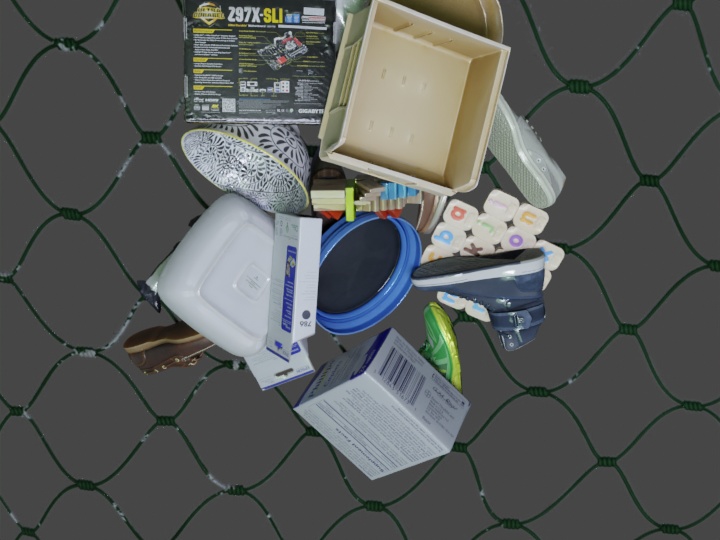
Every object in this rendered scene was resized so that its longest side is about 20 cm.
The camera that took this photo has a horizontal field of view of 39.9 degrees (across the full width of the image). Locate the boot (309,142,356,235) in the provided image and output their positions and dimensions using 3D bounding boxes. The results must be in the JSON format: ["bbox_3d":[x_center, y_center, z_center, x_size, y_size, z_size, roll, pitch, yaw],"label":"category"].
[{"bbox_3d":[-0.042,-0.094,1.466,0.074,0.098,0.201,0,138,-3],"label":"boot"}]

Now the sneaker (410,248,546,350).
[{"bbox_3d":[0.180,0.053,1.485,0.200,0.077,0.148,-5,111,4],"label":"sneaker"}]

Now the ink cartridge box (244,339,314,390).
[{"bbox_3d":[-0.153,0.084,1.557,0.099,0.039,0.201,-20,109,13],"label":"ink cartridge box"}]

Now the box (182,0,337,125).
[{"bbox_3d":[-0.130,-0.270,1.285,0.198,0.049,0.161,-1,95,-9],"label":"box"}]

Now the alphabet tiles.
[{"bbox_3d":[0.198,-0.021,1.500,0.194,0.015,0.201,23,114,-7],"label":"alphabet tiles"}]

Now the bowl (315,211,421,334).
[{"bbox_3d":[0.000,0.000,1.455,0.199,0.039,0.202,-22,133,-26],"label":"bowl"}]

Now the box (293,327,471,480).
[{"bbox_3d":[0.032,0.209,1.527,0.184,0.105,0.200,44,138,-13],"label":"box"}]

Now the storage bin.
[{"bbox_3d":[0.065,-0.216,1.273,0.198,0.094,0.200,14,88,-23],"label":"storage bin"}]

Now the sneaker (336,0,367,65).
[{"bbox_3d":[-0.048,-0.373,1.347,0.100,0.075,0.200,-42,105,-1],"label":"sneaker"}]

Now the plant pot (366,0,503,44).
[{"bbox_3d":[0.096,-0.322,1.344,0.198,0.028,0.202,-4,108,-12],"label":"plant pot"}]

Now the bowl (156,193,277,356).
[{"bbox_3d":[-0.170,0.011,1.439,0.200,0.074,0.200,41,78,-26],"label":"bowl"}]

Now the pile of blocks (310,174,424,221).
[{"bbox_3d":[0.024,-0.094,1.350,0.198,0.082,0.063,-9,112,-19],"label":"pile of blocks"}]

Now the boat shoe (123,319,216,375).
[{"bbox_3d":[-0.282,0.118,1.561,0.199,0.070,0.071,-14,115,33],"label":"boat shoe"}]

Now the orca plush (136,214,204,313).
[{"bbox_3d":[-0.239,-0.010,1.511,0.200,0.105,0.071,-48,143,1],"label":"orca plush"}]

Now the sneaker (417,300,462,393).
[{"bbox_3d":[0.114,0.146,1.549,0.083,0.074,0.202,-6,114,3],"label":"sneaker"}]

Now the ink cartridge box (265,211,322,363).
[{"bbox_3d":[-0.093,0.022,1.384,0.039,0.099,0.202,3,97,-26],"label":"ink cartridge box"}]

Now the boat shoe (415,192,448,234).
[{"bbox_3d":[0.101,-0.153,1.424,0.071,0.076,0.202,13,105,3],"label":"boat shoe"}]

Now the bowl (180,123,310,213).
[{"bbox_3d":[-0.144,-0.173,1.402,0.199,0.095,0.201,22,159,9],"label":"bowl"}]

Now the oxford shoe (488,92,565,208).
[{"bbox_3d":[0.225,-0.183,1.408,0.058,0.075,0.201,-39,100,-24],"label":"oxford shoe"}]
